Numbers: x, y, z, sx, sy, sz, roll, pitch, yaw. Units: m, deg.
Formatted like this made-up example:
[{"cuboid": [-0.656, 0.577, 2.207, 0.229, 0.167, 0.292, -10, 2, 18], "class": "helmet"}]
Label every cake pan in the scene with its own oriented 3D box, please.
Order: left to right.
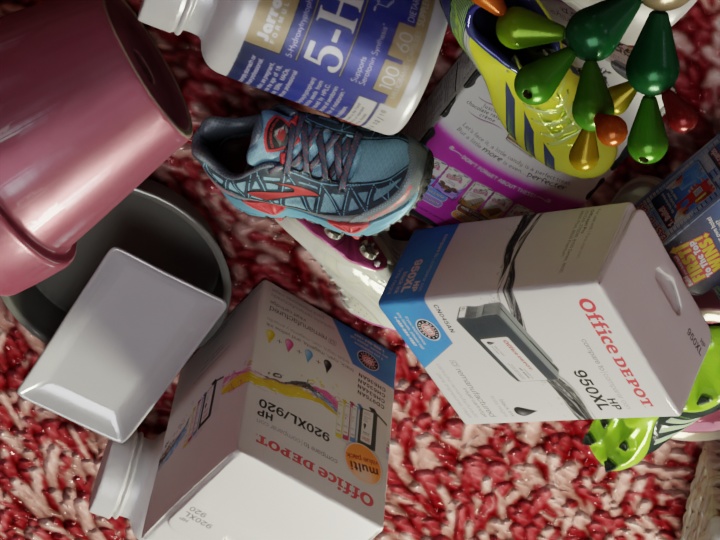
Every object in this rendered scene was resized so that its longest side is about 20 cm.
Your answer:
[{"cuboid": [-0.203, -0.004, 1.401, 0.199, 0.037, 0.201, 3, 131, 3], "class": "cake pan"}]

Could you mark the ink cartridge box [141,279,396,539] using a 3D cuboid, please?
[{"cuboid": [-0.071, 0.146, 1.408, 0.147, 0.201, 0.145, 30, 127, -20], "class": "ink cartridge box"}]

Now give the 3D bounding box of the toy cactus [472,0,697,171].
[{"cuboid": [0.161, -0.163, 1.046, 0.165, 0.102, 0.200, -38, 105, -1], "class": "toy cactus"}]

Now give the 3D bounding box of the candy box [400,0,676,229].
[{"cuboid": [0.122, -0.107, 1.265, 0.136, 0.061, 0.200, 27, 128, -17], "class": "candy box"}]

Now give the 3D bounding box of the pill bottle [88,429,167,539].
[{"cuboid": [-0.138, 0.207, 1.527, 0.199, 0.109, 0.109, 19, 130, -10], "class": "pill bottle"}]

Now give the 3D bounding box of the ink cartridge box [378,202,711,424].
[{"cuboid": [0.137, 0.036, 1.256, 0.199, 0.084, 0.145, -7, 131, 40], "class": "ink cartridge box"}]

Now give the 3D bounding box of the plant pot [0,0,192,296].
[{"cuboid": [-0.229, -0.109, 1.227, 0.178, 0.200, 0.200, -29, 123, 8], "class": "plant pot"}]

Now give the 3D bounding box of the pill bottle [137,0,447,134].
[{"cuboid": [-0.048, -0.182, 1.179, 0.199, 0.120, 0.120, 19, 130, -11], "class": "pill bottle"}]

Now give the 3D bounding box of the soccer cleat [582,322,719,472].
[{"cuboid": [0.251, 0.093, 1.339, 0.068, 0.081, 0.200, 55, 140, 13], "class": "soccer cleat"}]

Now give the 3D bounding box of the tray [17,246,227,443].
[{"cuboid": [-0.201, 0.061, 1.416, 0.107, 0.022, 0.200, 27, 127, -17], "class": "tray"}]

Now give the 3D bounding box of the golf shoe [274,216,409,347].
[{"cuboid": [0.000, 0.000, 1.363, 0.199, 0.076, 0.091, 32, 129, -19], "class": "golf shoe"}]

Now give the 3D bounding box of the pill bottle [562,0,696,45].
[{"cuboid": [0.134, -0.246, 1.110, 0.199, 0.115, 0.114, 31, 127, -20], "class": "pill bottle"}]

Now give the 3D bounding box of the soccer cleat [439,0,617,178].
[{"cuboid": [0.119, -0.128, 1.144, 0.065, 0.084, 0.200, -39, 121, 0], "class": "soccer cleat"}]

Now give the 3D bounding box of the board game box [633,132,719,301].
[{"cuboid": [0.301, -0.032, 1.280, 0.199, 0.062, 0.200, -29, 127, 9], "class": "board game box"}]

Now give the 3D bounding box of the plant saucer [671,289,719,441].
[{"cuboid": [0.282, 0.073, 1.411, 0.199, 0.051, 0.202, 2, 131, 3], "class": "plant saucer"}]

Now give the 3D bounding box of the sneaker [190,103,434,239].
[{"cuboid": [-0.043, -0.077, 1.246, 0.199, 0.080, 0.095, 2, 158, 33], "class": "sneaker"}]

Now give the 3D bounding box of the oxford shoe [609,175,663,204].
[{"cuboid": [0.202, 0.023, 1.336, 0.075, 0.058, 0.201, 26, 111, 20], "class": "oxford shoe"}]

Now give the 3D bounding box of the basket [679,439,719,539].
[{"cuboid": [0.354, 0.249, 1.496, 0.134, 0.124, 0.201, 1, 134, 0], "class": "basket"}]
